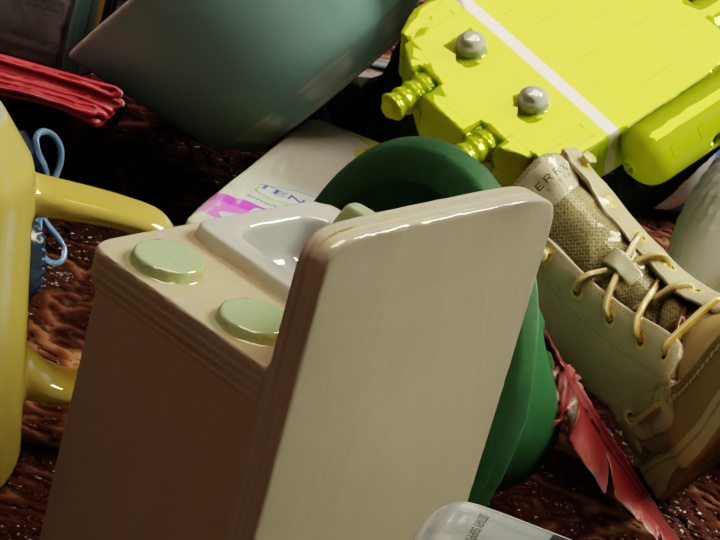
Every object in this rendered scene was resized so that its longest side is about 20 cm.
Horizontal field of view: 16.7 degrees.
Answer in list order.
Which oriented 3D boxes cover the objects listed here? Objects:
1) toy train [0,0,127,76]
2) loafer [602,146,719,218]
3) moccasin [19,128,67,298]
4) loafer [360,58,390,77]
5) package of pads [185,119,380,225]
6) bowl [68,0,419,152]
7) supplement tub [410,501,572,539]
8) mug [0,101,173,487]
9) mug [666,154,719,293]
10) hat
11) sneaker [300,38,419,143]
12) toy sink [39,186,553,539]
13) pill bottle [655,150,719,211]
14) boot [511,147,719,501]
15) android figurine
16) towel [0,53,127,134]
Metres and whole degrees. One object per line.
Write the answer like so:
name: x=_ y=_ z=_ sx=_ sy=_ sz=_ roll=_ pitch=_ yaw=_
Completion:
toy train: x=-0.223 y=-0.161 z=1.378 sx=0.199 sy=0.086 sz=0.114 roll=18 pitch=11 yaw=6
loafer: x=0.153 y=-0.075 z=1.312 sx=0.068 sy=0.201 sz=0.070 roll=45 pitch=29 yaw=3
moccasin: x=-0.179 y=-0.048 z=1.186 sx=0.068 sy=0.081 sz=0.200 roll=1 pitch=29 yaw=-26
loafer: x=-0.023 y=-0.094 z=1.420 sx=0.199 sy=0.063 sz=0.072 roll=16 pitch=-14 yaw=-18
package of pads: x=0.000 y=0.000 z=1.209 sx=0.154 sy=0.069 sz=0.200 roll=22 pitch=24 yaw=11
bowl: x=-0.045 y=-0.138 z=1.287 sx=0.105 sy=0.200 sz=0.201 roll=50 pitch=25 yaw=-6
supplement tub: x=0.098 y=0.167 z=0.841 sx=0.199 sy=0.123 sz=0.123 roll=20 pitch=24 yaw=10
mug: x=-0.185 y=-0.005 z=1.002 sx=0.149 sy=0.154 sz=0.186 roll=32 pitch=29 yaw=35
mug: x=0.201 y=0.010 z=1.241 sx=0.199 sy=0.148 sz=0.175 roll=-9 pitch=16 yaw=24
hat: x=0.075 y=0.053 z=1.073 sx=0.175 sy=0.201 sz=0.165 roll=8 pitch=-9 yaw=-41
sneaker: x=0.048 y=-0.087 z=1.321 sx=0.082 sy=0.074 sz=0.200 roll=14 pitch=-18 yaw=-31
toy sink: x=-0.030 y=0.044 z=0.933 sx=0.112 sy=0.201 sz=0.130 roll=33 pitch=30 yaw=33
pill bottle: x=0.257 y=-0.090 z=1.500 sx=0.199 sy=0.114 sz=0.114 roll=1 pitch=28 yaw=-29
boot: x=0.124 y=0.010 z=1.078 sx=0.073 sy=0.200 sz=0.156 roll=-34 pitch=78 yaw=-13
android figurine: x=0.102 y=-0.108 z=1.203 sx=0.199 sy=0.041 sz=0.182 roll=-30 pitch=59 yaw=-24
towel: x=-0.192 y=-0.100 z=1.273 sx=0.144 sy=0.023 sz=0.200 roll=16 pitch=1 yaw=-5
